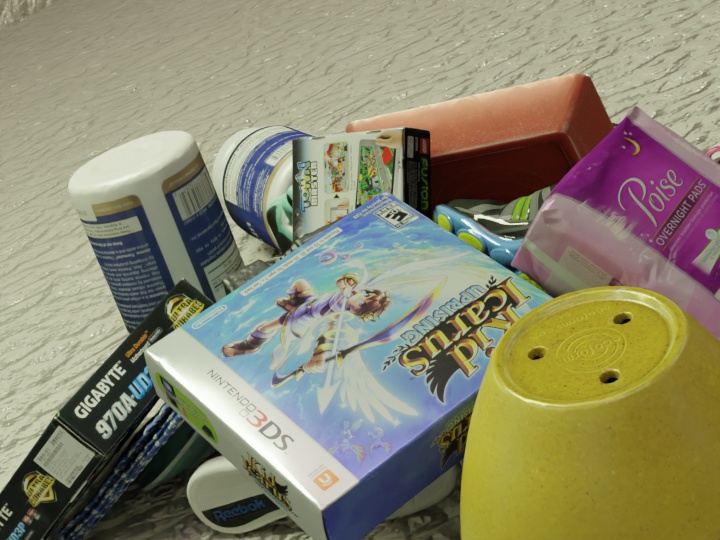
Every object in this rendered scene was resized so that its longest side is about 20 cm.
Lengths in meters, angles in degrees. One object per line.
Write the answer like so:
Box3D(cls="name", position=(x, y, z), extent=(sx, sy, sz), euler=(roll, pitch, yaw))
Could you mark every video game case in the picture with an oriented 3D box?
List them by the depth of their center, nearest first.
Box3D(cls="video game case", position=(0.001, 0.051, 0.926), extent=(0.199, 0.046, 0.181), euler=(-35, 47, -23))

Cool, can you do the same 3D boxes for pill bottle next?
Box3D(cls="pill bottle", position=(-0.153, -0.003, 1.266), extent=(0.110, 0.201, 0.111), euler=(-17, 21, 7))
Box3D(cls="pill bottle", position=(-0.068, -0.079, 1.493), extent=(0.115, 0.117, 0.200), euler=(-27, 22, -16))

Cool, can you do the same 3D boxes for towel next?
Box3D(cls="towel", position=(-0.140, 0.099, 1.110), extent=(0.200, 0.024, 0.145), euler=(-49, 6, 31))

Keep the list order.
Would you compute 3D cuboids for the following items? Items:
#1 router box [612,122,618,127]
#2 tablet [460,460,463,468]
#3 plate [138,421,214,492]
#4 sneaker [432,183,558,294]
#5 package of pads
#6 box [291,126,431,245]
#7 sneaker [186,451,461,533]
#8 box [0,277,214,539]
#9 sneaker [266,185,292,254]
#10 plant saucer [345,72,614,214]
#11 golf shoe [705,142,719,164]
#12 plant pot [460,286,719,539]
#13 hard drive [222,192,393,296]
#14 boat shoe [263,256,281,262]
Box3D(cls="router box", position=(0.131, -0.074, 1.387), extent=(0.199, 0.053, 0.157), euler=(-30, 24, -24))
Box3D(cls="tablet", position=(0.154, 0.083, 0.957), extent=(0.198, 0.014, 0.131), euler=(-22, 52, -4))
Box3D(cls="plate", position=(-0.099, 0.083, 1.144), extent=(0.201, 0.025, 0.200), euler=(-53, 9, 12))
Box3D(cls="sneaker", position=(0.125, -0.021, 1.063), extent=(0.082, 0.071, 0.199), euler=(-33, 22, -32))
Box3D(cls="package of pads", position=(0.203, 0.003, 0.921), extent=(0.121, 0.199, 0.076), euler=(-47, -12, -32))
Box3D(cls="box", position=(0.000, 0.000, 1.137), extent=(0.109, 0.202, 0.035), euler=(-1, -2, 40))
Box3D(cls="sneaker", position=(-0.015, 0.111, 1.042), extent=(0.198, 0.074, 0.112), euler=(-11, 24, 27))
Box3D(cls="box", position=(-0.190, 0.112, 1.128), extent=(0.159, 0.046, 0.200), euler=(-50, 3, 35))
Box3D(cls="sneaker", position=(0.006, -0.065, 1.301), extent=(0.139, 0.078, 0.200), euler=(-28, 11, -15))
Box3D(cls="plant saucer", position=(0.112, -0.052, 1.187), extent=(0.198, 0.200, 0.037), euler=(-9, 47, 26))
Box3D(cls="golf shoe", position=(0.293, -0.065, 1.204), extent=(0.199, 0.073, 0.092), euler=(-22, 13, -32))
Box3D(cls="plant pot", position=(0.134, 0.095, 0.814), extent=(0.198, 0.143, 0.201), euler=(-15, 30, 9))
Box3D(cls="hard drive", position=(0.014, 0.039, 0.997), extent=(0.139, 0.038, 0.200), euler=(-28, 43, -16))
Box3D(cls="boat shoe", position=(-0.060, 0.019, 1.311), extent=(0.071, 0.070, 0.199), euler=(-31, 24, -25))
